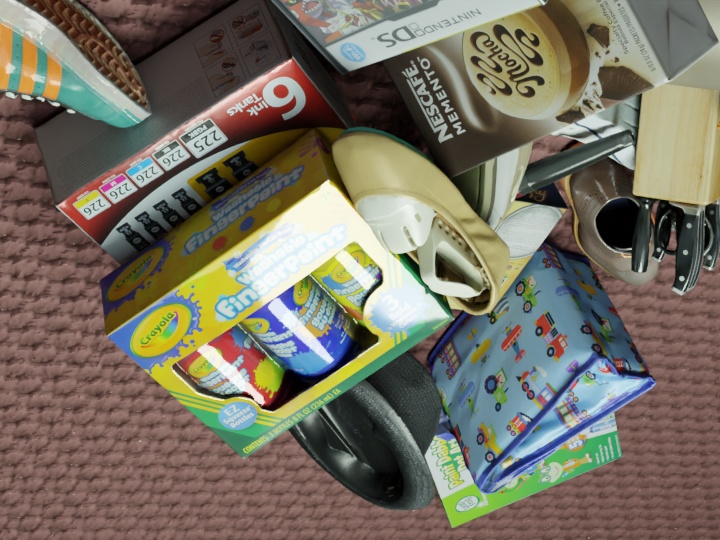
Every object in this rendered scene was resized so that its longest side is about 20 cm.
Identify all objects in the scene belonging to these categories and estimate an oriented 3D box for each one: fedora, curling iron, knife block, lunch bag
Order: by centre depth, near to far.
[{"bbox_3d":[0.130,-0.065,1.364,0.200,0.026,0.050,-30,133,26],"label":"curling iron"},{"bbox_3d":[0.256,-0.089,1.367,0.064,0.176,0.200,9,150,24],"label":"knife block"},{"bbox_3d":[0.009,0.119,1.533,0.092,0.200,0.201,-47,152,-29],"label":"fedora"},{"bbox_3d":[0.139,0.093,1.536,0.200,0.151,0.094,-43,138,23],"label":"lunch bag"}]

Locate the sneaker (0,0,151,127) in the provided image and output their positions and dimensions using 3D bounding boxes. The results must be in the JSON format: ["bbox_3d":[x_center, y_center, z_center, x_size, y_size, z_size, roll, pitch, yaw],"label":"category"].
[{"bbox_3d":[-0.229,-0.148,1.138,0.080,0.072,0.200,-37,130,20],"label":"sneaker"}]

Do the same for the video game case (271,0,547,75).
[{"bbox_3d":[-0.007,-0.214,1.056,0.180,0.026,0.200,-13,134,44],"label":"video game case"}]

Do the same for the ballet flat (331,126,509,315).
[{"bbox_3d":[0.046,-0.029,1.188,0.068,0.063,0.200,-10,149,35],"label":"ballet flat"}]

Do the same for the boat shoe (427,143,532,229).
[{"bbox_3d":[0.095,-0.128,1.279,0.068,0.075,0.201,-2,106,-58],"label":"boat shoe"}]

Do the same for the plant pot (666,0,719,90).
[{"bbox_3d":[0.226,-0.212,1.216,0.173,0.201,0.200,-6,142,5],"label":"plant pot"}]

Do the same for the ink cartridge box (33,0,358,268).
[{"bbox_3d":[-0.105,-0.082,1.263,0.200,0.084,0.176,-31,142,9],"label":"ink cartridge box"}]

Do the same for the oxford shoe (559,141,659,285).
[{"bbox_3d":[0.225,-0.031,1.497,0.071,0.073,0.200,-30,142,8],"label":"oxford shoe"}]

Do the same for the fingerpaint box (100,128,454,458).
[{"bbox_3d":[-0.061,0.022,1.249,0.200,0.073,0.167,-34,126,12],"label":"fingerpaint box"}]

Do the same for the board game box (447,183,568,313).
[{"bbox_3d":[0.059,-0.029,1.447,0.199,0.035,0.136,8,132,-33],"label":"board game box"}]

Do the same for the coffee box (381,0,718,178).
[{"bbox_3d":[0.119,-0.152,1.136,0.200,0.113,0.080,-23,-171,45],"label":"coffee box"}]

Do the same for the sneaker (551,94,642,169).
[{"bbox_3d":[0.186,-0.132,1.374,0.071,0.073,0.200,5,168,30],"label":"sneaker"}]

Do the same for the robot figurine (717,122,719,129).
[{"bbox_3d":[0.368,-0.133,1.353,0.145,0.058,0.200,-22,180,39],"label":"robot figurine"}]

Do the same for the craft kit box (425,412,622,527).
[{"bbox_3d":[0.157,0.160,1.714,0.197,0.049,0.200,-21,142,1],"label":"craft kit box"}]
